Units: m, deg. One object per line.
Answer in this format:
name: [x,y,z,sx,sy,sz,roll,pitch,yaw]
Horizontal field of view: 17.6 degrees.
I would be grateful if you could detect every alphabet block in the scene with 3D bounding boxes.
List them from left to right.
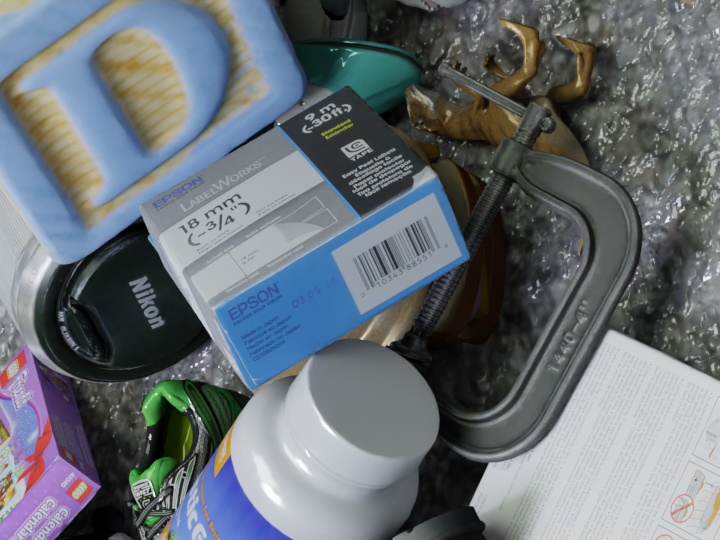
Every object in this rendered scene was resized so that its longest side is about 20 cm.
alphabet block: [-0.180,-0.164,1.406,0.196,0.196,0.200,-35,52,-9]

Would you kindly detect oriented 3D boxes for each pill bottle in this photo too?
pill bottle: [-0.035,0.130,1.322,0.200,0.111,0.113,-57,39,41]

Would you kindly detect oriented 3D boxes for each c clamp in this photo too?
c clamp: [0.075,0.001,1.308,0.170,0.027,0.201,24,90,35]

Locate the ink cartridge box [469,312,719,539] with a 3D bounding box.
ink cartridge box: [0.150,0.128,1.233,0.200,0.050,0.162,26,91,45]

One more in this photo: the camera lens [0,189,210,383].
camera lens: [-0.178,-0.036,1.546,0.160,0.160,0.200,-52,44,14]

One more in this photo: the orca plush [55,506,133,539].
orca plush: [-0.211,0.195,1.539,0.199,0.071,0.106,18,85,47]

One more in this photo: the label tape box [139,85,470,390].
label tape box: [-0.045,-0.035,1.322,0.144,0.064,0.200,-31,34,-7]

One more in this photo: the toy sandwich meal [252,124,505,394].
toy sandwich meal: [0.000,0.000,1.426,0.205,0.070,0.206,-24,55,39]

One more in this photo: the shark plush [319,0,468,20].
shark plush: [0.007,-0.254,1.466,0.083,0.091,0.201,-9,105,43]

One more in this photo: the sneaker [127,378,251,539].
sneaker: [-0.115,0.164,1.449,0.078,0.085,0.201,-20,60,38]

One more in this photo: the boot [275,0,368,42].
boot: [-0.051,-0.209,1.543,0.073,0.095,0.201,-20,61,37]

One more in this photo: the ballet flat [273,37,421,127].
ballet flat: [-0.057,-0.110,1.487,0.199,0.067,0.071,7,63,24]

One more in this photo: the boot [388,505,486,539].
boot: [0.023,0.242,1.255,0.198,0.073,0.163,-38,70,24]

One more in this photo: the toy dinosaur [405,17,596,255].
toy dinosaur: [0.105,-0.086,1.377,0.200,0.060,0.107,31,107,52]

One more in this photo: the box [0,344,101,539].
box: [-0.242,0.143,1.555,0.137,0.039,0.200,-48,23,7]
